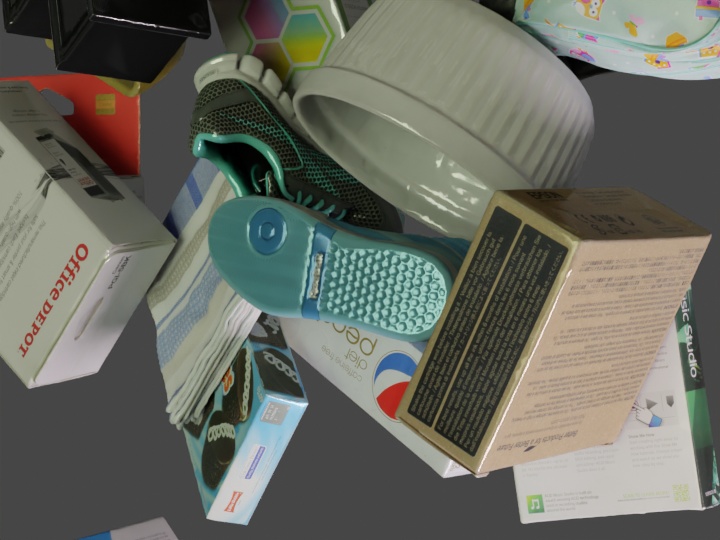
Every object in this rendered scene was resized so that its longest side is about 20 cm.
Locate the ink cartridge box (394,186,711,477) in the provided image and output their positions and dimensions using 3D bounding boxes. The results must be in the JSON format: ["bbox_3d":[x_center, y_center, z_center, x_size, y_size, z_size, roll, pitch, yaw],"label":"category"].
[{"bbox_3d":[0.127,0.034,1.352,0.075,0.200,0.165,32,108,27],"label":"ink cartridge box"}]

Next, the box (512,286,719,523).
[{"bbox_3d":[0.166,0.070,1.468,0.144,0.036,0.201,-8,90,32],"label":"box"}]

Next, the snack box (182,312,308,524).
[{"bbox_3d":[-0.096,0.078,1.563,0.117,0.037,0.200,-63,27,27],"label":"snack box"}]

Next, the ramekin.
[{"bbox_3d":[0.063,-0.104,1.428,0.200,0.200,0.105,26,77,28],"label":"ramekin"}]

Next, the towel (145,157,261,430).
[{"bbox_3d":[-0.119,0.003,1.579,0.147,0.024,0.200,-57,30,29],"label":"towel"}]

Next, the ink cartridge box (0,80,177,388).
[{"bbox_3d":[-0.257,-0.030,1.645,0.200,0.083,0.147,46,118,22],"label":"ink cartridge box"}]

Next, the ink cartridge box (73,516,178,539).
[{"bbox_3d":[-0.184,0.322,1.639,0.145,0.147,0.200,-45,70,26],"label":"ink cartridge box"}]

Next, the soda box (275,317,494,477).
[{"bbox_3d":[0.026,0.064,1.517,0.200,0.063,0.068,39,117,36],"label":"soda box"}]

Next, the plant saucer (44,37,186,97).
[{"bbox_3d":[-0.169,-0.246,1.616,0.200,0.048,0.201,33,112,56],"label":"plant saucer"}]

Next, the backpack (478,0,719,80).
[{"bbox_3d":[0.186,-0.195,1.384,0.199,0.126,0.168,18,99,27],"label":"backpack"}]

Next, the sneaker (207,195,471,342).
[{"bbox_3d":[0.000,0.000,1.470,0.199,0.130,0.080,21,101,26],"label":"sneaker"}]

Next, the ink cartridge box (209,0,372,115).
[{"bbox_3d":[-0.037,-0.157,1.565,0.103,0.059,0.201,-23,81,31],"label":"ink cartridge box"}]

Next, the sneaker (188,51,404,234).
[{"bbox_3d":[-0.052,-0.062,1.521,0.200,0.091,0.077,40,130,-19],"label":"sneaker"}]

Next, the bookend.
[{"bbox_3d":[-0.200,-0.210,1.525,0.200,0.092,0.200,-41,51,50],"label":"bookend"}]

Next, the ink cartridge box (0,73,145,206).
[{"bbox_3d":[-0.265,-0.071,1.725,0.199,0.045,0.177,0,94,32],"label":"ink cartridge box"}]
